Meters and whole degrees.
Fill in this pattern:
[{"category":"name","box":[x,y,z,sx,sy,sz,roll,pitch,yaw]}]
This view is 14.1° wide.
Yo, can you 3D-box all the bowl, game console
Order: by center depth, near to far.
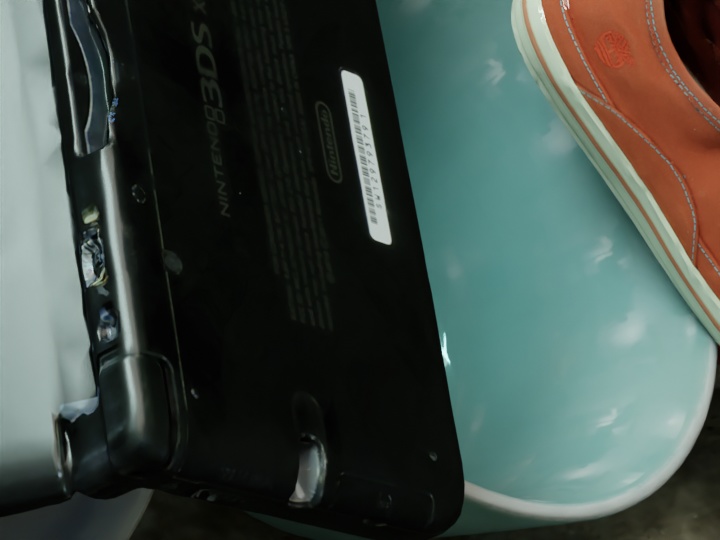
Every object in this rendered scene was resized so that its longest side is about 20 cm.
[{"category":"game console","box":[-0.082,-0.020,0.731,0.175,0.116,0.201,17,54,-45]},{"category":"bowl","box":[0.000,0.000,0.860,0.200,0.105,0.202,24,49,-31]}]

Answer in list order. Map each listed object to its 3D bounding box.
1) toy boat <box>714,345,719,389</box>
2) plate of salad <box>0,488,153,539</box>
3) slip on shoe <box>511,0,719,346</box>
[{"category":"toy boat","box":[0.115,-0.063,0.978,0.130,0.131,0.201,-3,43,-20]},{"category":"plate of salad","box":[-0.142,0.018,0.785,0.199,0.201,0.048,32,0,21]},{"category":"slip on shoe","box":[0.127,-0.021,0.873,0.200,0.061,0.074,51,38,-8]}]
